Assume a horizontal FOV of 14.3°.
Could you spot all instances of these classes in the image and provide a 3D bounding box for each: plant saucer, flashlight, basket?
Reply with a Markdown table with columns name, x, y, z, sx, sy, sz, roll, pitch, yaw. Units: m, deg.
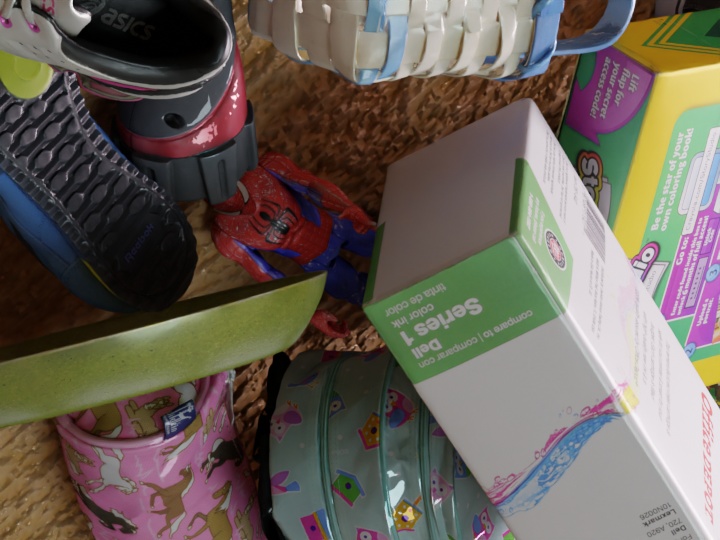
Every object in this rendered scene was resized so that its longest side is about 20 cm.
| name | x | y | z | sx | sy | sz | roll | pitch | yaw |
| --- | --- | --- | --- | --- | --- | --- | --- | --- | --- |
| plant saucer | -0.108 | 0.039 | 1.284 | 0.199 | 0.200 | 0.031 | -15 | 92 | -34 |
| flashlight | -0.087 | -0.123 | 1.264 | 0.068 | 0.068 | 0.201 | -5 | 130 | 3 |
| basket | 0.049 | -0.172 | 1.283 | 0.199 | 0.139 | 0.177 | -11 | 116 | -31 |

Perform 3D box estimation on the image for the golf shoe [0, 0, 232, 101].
| name | x | y | z | sx | sy | sz | roll | pitch | yaw |
| --- | --- | --- | --- | --- | --- | --- | --- | --- | --- |
| golf shoe | -0.142 | -0.124 | 1.156 | 0.199 | 0.092 | 0.073 | 17 | 86 | -24 |

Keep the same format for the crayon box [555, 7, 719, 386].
| name | x | y | z | sx | sy | sz | roll | pitch | yaw |
| --- | --- | --- | --- | --- | --- | --- | --- | --- | --- |
| crayon box | 0.166 | -0.033 | 1.461 | 0.172 | 0.058 | 0.201 | -12 | 126 | -39 |

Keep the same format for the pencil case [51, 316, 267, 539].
| name | x | y | z | sx | sy | sz | roll | pitch | yaw |
| --- | --- | --- | --- | --- | --- | --- | --- | --- | --- |
| pencil case | -0.090 | 0.116 | 1.438 | 0.083 | 0.086 | 0.201 | -60 | 151 | -35 |

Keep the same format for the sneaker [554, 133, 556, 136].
| name | x | y | z | sx | sy | sz | roll | pitch | yaw |
| --- | --- | --- | --- | --- | --- | --- | --- | --- | --- |
| sneaker | 0.095 | -0.049 | 1.495 | 0.200 | 0.076 | 0.106 | 27 | 86 | -53 |

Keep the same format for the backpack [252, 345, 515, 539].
| name | x | y | z | sx | sy | sz | roll | pitch | yaw |
| --- | --- | --- | --- | --- | --- | --- | --- | --- | --- |
| backpack | 0.023 | 0.111 | 1.445 | 0.126 | 0.168 | 0.200 | -11 | 147 | 15 |

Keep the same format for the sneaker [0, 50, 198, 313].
| name | x | y | z | sx | sy | sz | roll | pitch | yaw |
| --- | --- | --- | --- | --- | --- | --- | --- | --- | --- |
| sneaker | -0.151 | -0.059 | 1.259 | 0.066 | 0.078 | 0.200 | -50 | 124 | -26 |

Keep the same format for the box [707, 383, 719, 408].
| name | x | y | z | sx | sy | sz | roll | pitch | yaw |
| --- | --- | --- | --- | --- | --- | --- | --- | --- | --- |
| box | 0.166 | 0.076 | 1.594 | 0.199 | 0.137 | 0.038 | -29 | 136 | -23 |

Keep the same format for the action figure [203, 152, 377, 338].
| name | x | y | z | sx | sy | sz | roll | pitch | yaw |
| --- | --- | --- | --- | --- | --- | --- | --- | --- | --- |
| action figure | 0.000 | 0.000 | 1.418 | 0.200 | 0.099 | 0.065 | 27 | 100 | -47 |

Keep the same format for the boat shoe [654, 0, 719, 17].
| name | x | y | z | sx | sy | sz | roll | pitch | yaw |
| --- | --- | --- | --- | --- | --- | --- | --- | --- | --- |
| boat shoe | 0.222 | -0.095 | 1.562 | 0.074 | 0.068 | 0.200 | -39 | 139 | -11 |

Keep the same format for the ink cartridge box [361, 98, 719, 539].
| name | x | y | z | sx | sy | sz | roll | pitch | yaw |
| --- | --- | --- | --- | --- | --- | --- | --- | --- | --- |
| ink cartridge box | 0.090 | 0.044 | 1.338 | 0.084 | 0.145 | 0.200 | -26 | 113 | 18 |
